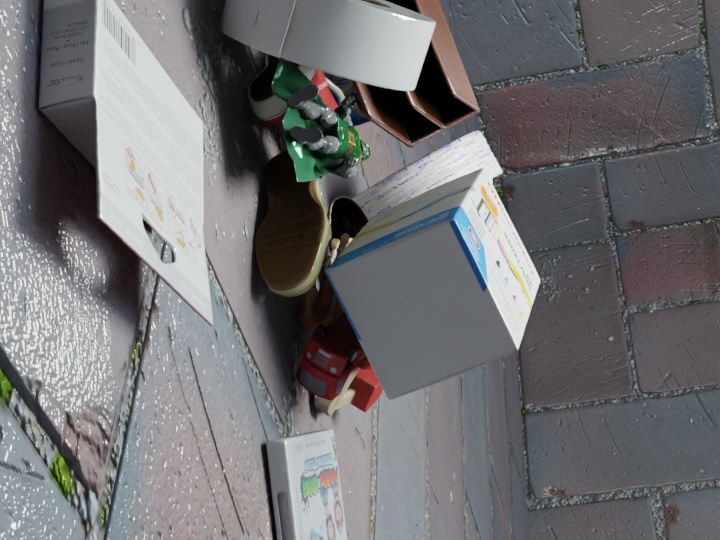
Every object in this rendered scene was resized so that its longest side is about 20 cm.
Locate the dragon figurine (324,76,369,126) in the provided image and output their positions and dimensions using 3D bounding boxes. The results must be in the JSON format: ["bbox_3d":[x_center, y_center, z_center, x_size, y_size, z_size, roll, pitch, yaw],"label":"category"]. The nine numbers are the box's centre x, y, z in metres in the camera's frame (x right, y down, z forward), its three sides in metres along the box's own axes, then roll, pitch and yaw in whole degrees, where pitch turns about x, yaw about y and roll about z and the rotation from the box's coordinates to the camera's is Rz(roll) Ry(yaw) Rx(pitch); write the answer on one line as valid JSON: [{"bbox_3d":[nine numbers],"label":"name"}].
[{"bbox_3d":[-0.033,-0.184,1.570,0.059,0.099,0.200,68,19,6],"label":"dragon figurine"}]

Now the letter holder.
[{"bbox_3d":[0.043,-0.270,1.571,0.142,0.100,0.200,21,47,-61],"label":"letter holder"}]

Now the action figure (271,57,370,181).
[{"bbox_3d":[-0.028,-0.133,1.307,0.200,0.055,0.118,17,69,-74],"label":"action figure"}]

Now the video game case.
[{"bbox_3d":[-0.046,0.250,1.286,0.200,0.024,0.182,20,62,-78],"label":"video game case"}]

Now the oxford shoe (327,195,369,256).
[{"bbox_3d":[0.000,0.000,1.530,0.084,0.073,0.200,76,-10,-61],"label":"oxford shoe"}]

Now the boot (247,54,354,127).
[{"bbox_3d":[-0.051,-0.157,1.387,0.144,0.072,0.200,62,15,-18],"label":"boot"}]

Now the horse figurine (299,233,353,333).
[{"bbox_3d":[-0.033,0.026,1.431,0.200,0.050,0.133,45,53,-85],"label":"horse figurine"}]

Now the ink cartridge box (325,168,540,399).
[{"bbox_3d":[0.080,0.008,1.337,0.147,0.144,0.200,63,20,-11],"label":"ink cartridge box"}]

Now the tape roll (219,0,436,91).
[{"bbox_3d":[-0.032,-0.236,1.268,0.202,0.202,0.071,-53,162,-75],"label":"tape roll"}]

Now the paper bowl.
[{"bbox_3d":[0.088,-0.087,1.689,0.104,0.200,0.201,61,12,-1],"label":"paper bowl"}]

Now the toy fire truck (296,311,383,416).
[{"bbox_3d":[-0.016,0.106,1.409,0.200,0.049,0.141,-32,149,-60],"label":"toy fire truck"}]

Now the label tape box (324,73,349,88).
[{"bbox_3d":[-0.018,-0.300,1.756,0.200,0.066,0.144,-48,128,-74],"label":"label tape box"}]

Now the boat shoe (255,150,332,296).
[{"bbox_3d":[-0.060,-0.041,1.317,0.200,0.073,0.063,-88,162,-46],"label":"boat shoe"}]

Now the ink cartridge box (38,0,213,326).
[{"bbox_3d":[-0.158,-0.072,0.913,0.200,0.045,0.177,57,26,-63],"label":"ink cartridge box"}]
